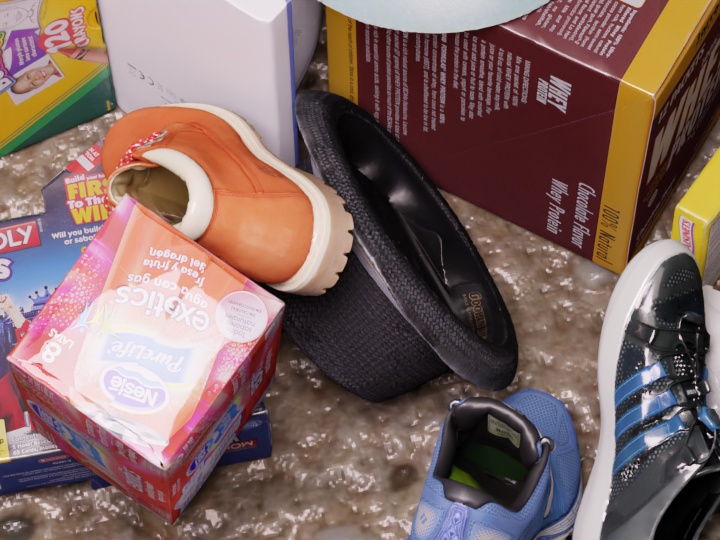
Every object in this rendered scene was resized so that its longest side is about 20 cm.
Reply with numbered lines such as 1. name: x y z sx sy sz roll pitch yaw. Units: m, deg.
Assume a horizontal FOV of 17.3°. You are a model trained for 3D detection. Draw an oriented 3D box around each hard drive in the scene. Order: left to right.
1. hard drive: -0.093 -0.123 1.334 0.132 0.200 0.025 34 67 17

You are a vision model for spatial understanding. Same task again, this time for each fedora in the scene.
1. fedora: 0.000 0.000 1.312 0.092 0.201 0.201 -37 64 15

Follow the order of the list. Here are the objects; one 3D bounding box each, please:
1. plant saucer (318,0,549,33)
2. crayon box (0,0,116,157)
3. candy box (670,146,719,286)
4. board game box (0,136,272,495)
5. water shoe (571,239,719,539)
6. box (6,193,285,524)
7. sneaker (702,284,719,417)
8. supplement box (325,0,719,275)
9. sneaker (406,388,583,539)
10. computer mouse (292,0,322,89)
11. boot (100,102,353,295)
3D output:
1. plant saucer: 0.038 -0.219 1.253 0.201 0.039 0.201 -1 62 1
2. crayon box: -0.213 -0.144 1.346 0.119 0.200 0.058 -24 63 -12
3. candy box: 0.238 -0.077 1.363 0.026 0.102 0.200 29 65 21
4. board game box: -0.165 0.022 1.335 0.200 0.062 0.200 -10 62 -5
5. water shoe: 0.170 0.085 1.256 0.079 0.071 0.200 10 93 42
6. box: -0.104 0.050 1.173 0.095 0.200 0.100 34 77 5
7. sneaker: 0.221 0.092 1.293 0.080 0.076 0.200 -39 65 -7
8. supplement box: 0.099 -0.134 1.340 0.200 0.197 0.133 26 65 14
9. sneaker: 0.079 0.104 1.239 0.078 0.089 0.200 18 24 10
10. computer mouse: -0.049 -0.193 1.441 0.110 0.044 0.200 20 60 -38
11. boot: -0.100 -0.050 1.244 0.200 0.107 0.075 28 103 51
